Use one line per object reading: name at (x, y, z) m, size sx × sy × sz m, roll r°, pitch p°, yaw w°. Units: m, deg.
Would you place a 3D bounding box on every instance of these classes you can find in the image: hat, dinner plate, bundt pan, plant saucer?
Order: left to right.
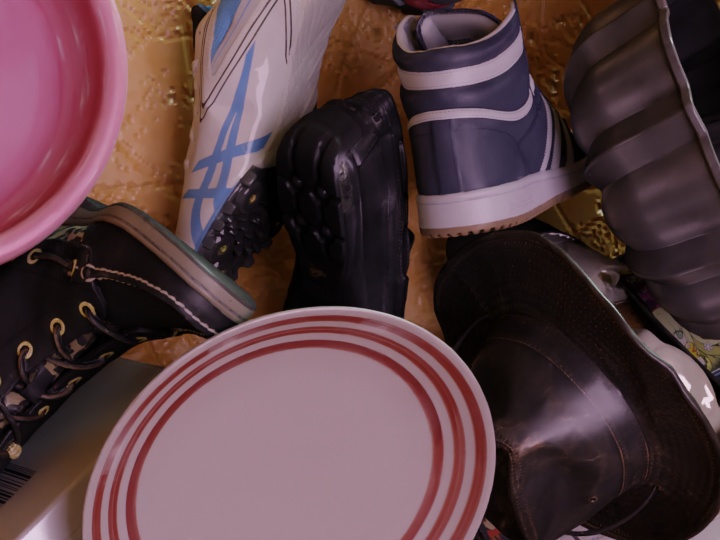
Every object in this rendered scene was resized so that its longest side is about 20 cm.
plant saucer at (-0.209, -0.091, 1.352) m, size 0.199 × 0.051 × 0.202 m, roll 2°, pitch 79°, yaw -12°
dinner plate at (-0.034, 0.099, 1.338) m, size 0.199 × 0.024 × 0.201 m, roll -10°, pitch 124°, yaw -16°
hat at (0.080, 0.079, 1.409) m, size 0.081 × 0.200 × 0.201 m, roll -36°, pitch 110°, yaw -24°
bundt pan at (0.167, -0.053, 1.492) m, size 0.075 × 0.202 × 0.203 m, roll -24°, pitch 111°, yaw 18°

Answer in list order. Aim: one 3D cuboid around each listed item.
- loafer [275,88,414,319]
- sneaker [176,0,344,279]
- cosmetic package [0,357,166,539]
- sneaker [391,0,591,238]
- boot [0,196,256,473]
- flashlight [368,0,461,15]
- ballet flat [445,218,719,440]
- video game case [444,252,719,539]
loafer at (0.000, 0.000, 1.467) m, size 0.070 × 0.068 × 0.201 m, roll -35°, pitch 139°, yaw -34°
sneaker at (-0.058, -0.089, 1.460) m, size 0.072 × 0.072 × 0.201 m, roll 3°, pitch 106°, yaw -64°
cosmetic package at (-0.121, 0.182, 1.412) m, size 0.199 × 0.123 × 0.200 m, roll -45°, pitch 115°, yaw -19°
sneaker at (0.069, -0.085, 1.481) m, size 0.200 × 0.070 × 0.109 m, roll -32°, pitch 113°, yaw -71°
boot at (-0.140, 0.044, 1.348) m, size 0.073 × 0.203 × 0.154 m, roll 41°, pitch 78°, yaw -30°
flashlight at (0.069, -0.162, 1.450) m, size 0.067 × 0.200 × 0.068 m, roll -14°, pitch 101°, yaw -29°
ballet flat at (0.130, 0.030, 1.508) m, size 0.200 × 0.068 × 0.068 m, roll 41°, pitch 70°, yaw 7°
video game case at (0.138, 0.093, 1.543) m, size 0.199 × 0.036 × 0.182 m, roll -26°, pitch 78°, yaw -17°
